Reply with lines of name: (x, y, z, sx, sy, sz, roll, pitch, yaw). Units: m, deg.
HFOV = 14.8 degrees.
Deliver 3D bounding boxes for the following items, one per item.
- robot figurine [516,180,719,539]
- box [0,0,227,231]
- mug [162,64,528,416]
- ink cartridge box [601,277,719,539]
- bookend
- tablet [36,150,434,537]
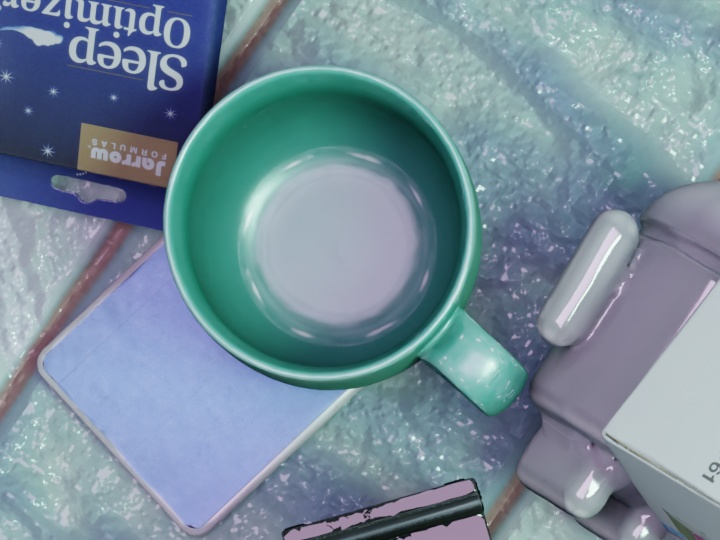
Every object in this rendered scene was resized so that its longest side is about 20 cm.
robot figurine: (0.160, 0.039, 1.365, 0.170, 0.113, 0.200, 37, 86, -32)
box: (-0.130, -0.115, 1.393, 0.121, 0.032, 0.200, 12, 114, 7)
mug: (-0.011, -0.002, 1.371, 0.152, 0.114, 0.185, -16, 83, 2)
ink cartridge box: (0.210, 0.079, 1.282, 0.085, 0.200, 0.145, 31, 77, 34)
bookend: (0.039, 0.209, 1.311, 0.092, 0.199, 0.200, -16, 82, 1)
tablet: (-0.056, 0.026, 1.436, 0.200, 0.014, 0.130, -43, 82, -1)
